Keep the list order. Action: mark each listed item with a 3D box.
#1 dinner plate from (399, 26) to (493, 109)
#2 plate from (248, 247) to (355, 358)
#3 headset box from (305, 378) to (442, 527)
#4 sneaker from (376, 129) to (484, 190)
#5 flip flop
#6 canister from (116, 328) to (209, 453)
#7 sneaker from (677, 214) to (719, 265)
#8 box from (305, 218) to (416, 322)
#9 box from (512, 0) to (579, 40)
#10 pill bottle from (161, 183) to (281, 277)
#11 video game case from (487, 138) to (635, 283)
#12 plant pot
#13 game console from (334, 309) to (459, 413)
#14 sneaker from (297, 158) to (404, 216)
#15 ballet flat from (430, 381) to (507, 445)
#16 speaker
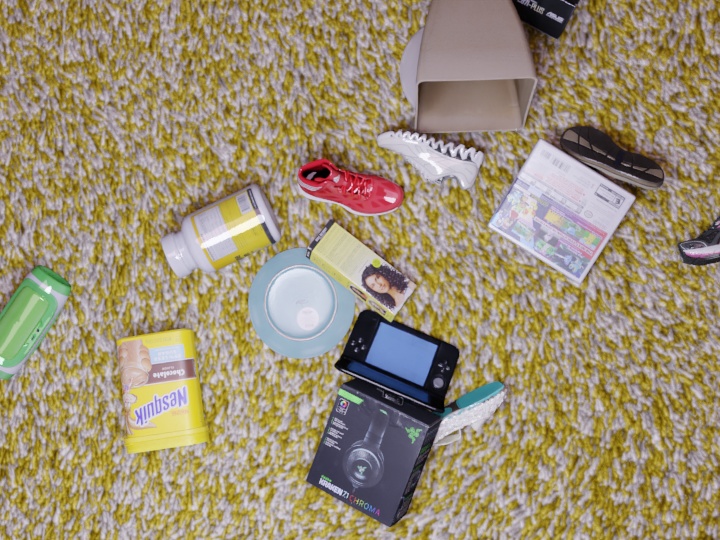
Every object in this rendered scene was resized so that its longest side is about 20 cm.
[{"bbox_3d":[0.170,-0.368,1.706,0.196,0.024,0.204,0,87,3],"label":"dinner plate"},{"bbox_3d":[-0.108,0.059,1.690,0.196,0.026,0.204,0,86,2],"label":"plate"},{"bbox_3d":[0.027,0.302,1.599,0.172,0.093,0.203,24,99,18],"label":"headset box"},{"bbox_3d":[0.121,-0.202,1.677,0.197,0.075,0.082,16,96,4],"label":"sneaker"},{"bbox_3d":[0.445,-0.192,1.661,0.198,0.058,0.081,28,58,14],"label":"flip flop"},{"bbox_3d":[-0.356,0.214,1.662,0.146,0.087,0.204,-9,84,2],"label":"canister"},{"bbox_3d":[0.651,-0.069,1.648,0.197,0.080,0.088,-12,74,-6],"label":"sneaker"},{"bbox_3d":[0.000,0.000,1.668,0.199,0.050,0.076,36,70,5],"label":"box"},{"bbox_3d":[0.325,-0.531,1.636,0.162,0.086,0.201,30,59,4],"label":"box"},{"bbox_3d":[-0.249,-0.065,1.661,0.198,0.112,0.113,-25,86,1],"label":"pill bottle"},{"bbox_3d":[0.356,-0.105,1.657,0.198,0.023,0.184,32,105,4],"label":"video game case"},{"bbox_3d":[0.190,-0.363,1.605,0.196,0.200,0.180,-1,74,2],"label":"plant pot"},{"bbox_3d":[0.068,0.153,1.601,0.197,0.117,0.178,23,60,3],"label":"game console"},{"bbox_3d":[-0.021,-0.146,1.654,0.196,0.116,0.080,6,86,3],"label":"sneaker"},{"bbox_3d":[0.176,0.263,1.650,0.198,0.072,0.073,-25,85,6],"label":"ballet flat"},{"bbox_3d":[-0.609,0.093,1.682,0.088,0.088,0.201,34,88,4],"label":"speaker"}]
